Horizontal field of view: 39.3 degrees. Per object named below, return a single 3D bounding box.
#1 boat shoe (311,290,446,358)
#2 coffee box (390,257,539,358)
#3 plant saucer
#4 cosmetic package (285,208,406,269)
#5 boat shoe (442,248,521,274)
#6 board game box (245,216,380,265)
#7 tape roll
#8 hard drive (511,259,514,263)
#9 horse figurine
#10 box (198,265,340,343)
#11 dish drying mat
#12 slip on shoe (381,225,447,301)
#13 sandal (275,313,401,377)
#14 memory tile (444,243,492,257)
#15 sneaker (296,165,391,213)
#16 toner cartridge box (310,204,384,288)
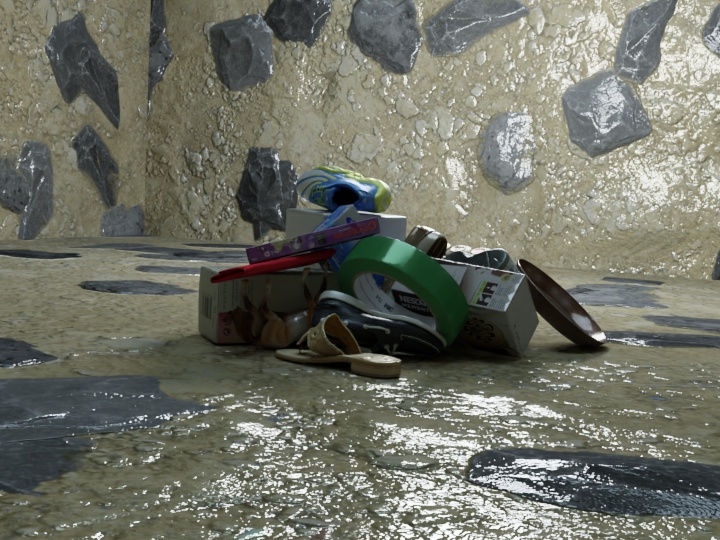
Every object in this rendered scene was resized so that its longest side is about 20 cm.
[{"bbox_3d":[0.025,0.094,1.461,0.199,0.061,0.076,18,-32,3],"label":"boat shoe"},{"bbox_3d":[0.159,0.053,1.542,0.199,0.113,0.080,11,53,32],"label":"coffee box"},{"bbox_3d":[0.327,0.060,1.682,0.200,0.035,0.200,39,16,-13],"label":"plant saucer"},{"bbox_3d":[-0.031,-0.004,1.774,0.164,0.201,0.165,1,5,-29],"label":"cosmetic package"},{"bbox_3d":[0.180,0.011,1.616,0.065,0.075,0.202,44,-28,-21],"label":"boat shoe"},{"bbox_3d":[-0.074,-0.043,1.520,0.199,0.033,0.120,-14,-4,-6],"label":"board game box"},{"bbox_3d":[0.061,0.037,1.484,0.200,0.201,0.048,7,50,41],"label":"tape roll"},{"bbox_3d":[0.165,0.040,1.711,0.199,0.025,0.132,-21,9,16],"label":"hard drive"},{"bbox_3d":[-0.104,0.067,1.490,0.199,0.133,0.050,-14,15,-24],"label":"horse figurine"},{"bbox_3d":[-0.144,0.052,1.580,0.199,0.110,0.128,1,5,-22],"label":"box"},{"bbox_3d":[-0.125,-0.008,1.477,0.077,0.018,0.199,-14,-1,39],"label":"dish drying mat"},{"bbox_3d":[0.064,0.017,1.640,0.060,0.201,0.076,32,2,33],"label":"slip on shoe"},{"bbox_3d":[-0.029,0.094,1.375,0.211,0.070,0.077,7,6,41],"label":"sandal"},{"bbox_3d":[0.129,-0.017,1.835,0.199,0.017,0.153,9,30,45],"label":"memory tile"},{"bbox_3d":[-0.049,-0.140,1.732,0.199,0.076,0.105,9,8,34],"label":"sneaker"},{"bbox_3d":[0.000,0.000,1.656,0.095,0.200,0.043,-44,21,-24],"label":"toner cartridge box"}]
